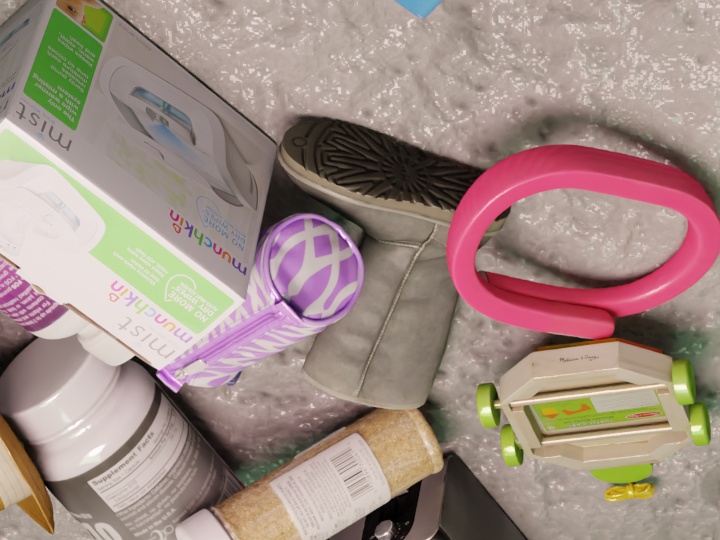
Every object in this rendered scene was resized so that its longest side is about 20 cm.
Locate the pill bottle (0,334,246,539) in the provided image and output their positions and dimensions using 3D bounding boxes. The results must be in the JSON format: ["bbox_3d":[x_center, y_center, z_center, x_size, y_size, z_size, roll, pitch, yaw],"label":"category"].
[{"bbox_3d":[-0.180,0.140,1.655,0.114,0.114,0.200,-24,122,23],"label":"pill bottle"}]

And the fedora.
[{"bbox_3d":[-0.305,0.134,1.616,0.082,0.201,0.201,-35,126,-18],"label":"fedora"}]

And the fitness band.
[{"bbox_3d":[0.153,-0.020,1.510,0.200,0.037,0.144,10,128,-26],"label":"fitness band"}]

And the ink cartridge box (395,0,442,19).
[{"bbox_3d":[0.047,-0.274,1.325,0.145,0.084,0.200,34,124,-19],"label":"ink cartridge box"}]

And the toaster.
[{"bbox_3d":[0.041,0.259,1.721,0.181,0.119,0.200,-26,121,25],"label":"toaster"}]

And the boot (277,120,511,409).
[{"bbox_3d":[-0.001,0.001,1.566,0.182,0.073,0.200,22,134,-8],"label":"boot"}]

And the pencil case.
[{"bbox_3d":[-0.077,0.025,1.526,0.084,0.086,0.200,46,146,-8],"label":"pencil case"}]

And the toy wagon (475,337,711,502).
[{"bbox_3d":[0.177,0.113,1.623,0.155,0.040,0.200,-8,149,16],"label":"toy wagon"}]

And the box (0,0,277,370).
[{"bbox_3d":[-0.168,-0.065,1.454,0.200,0.177,0.097,39,122,-22],"label":"box"}]

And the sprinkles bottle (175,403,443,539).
[{"bbox_3d":[-0.036,0.168,1.629,0.200,0.068,0.068,-30,127,-15],"label":"sprinkles bottle"}]

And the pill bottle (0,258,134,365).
[{"bbox_3d":[-0.226,-0.023,1.534,0.200,0.112,0.112,40,122,-22],"label":"pill bottle"}]
